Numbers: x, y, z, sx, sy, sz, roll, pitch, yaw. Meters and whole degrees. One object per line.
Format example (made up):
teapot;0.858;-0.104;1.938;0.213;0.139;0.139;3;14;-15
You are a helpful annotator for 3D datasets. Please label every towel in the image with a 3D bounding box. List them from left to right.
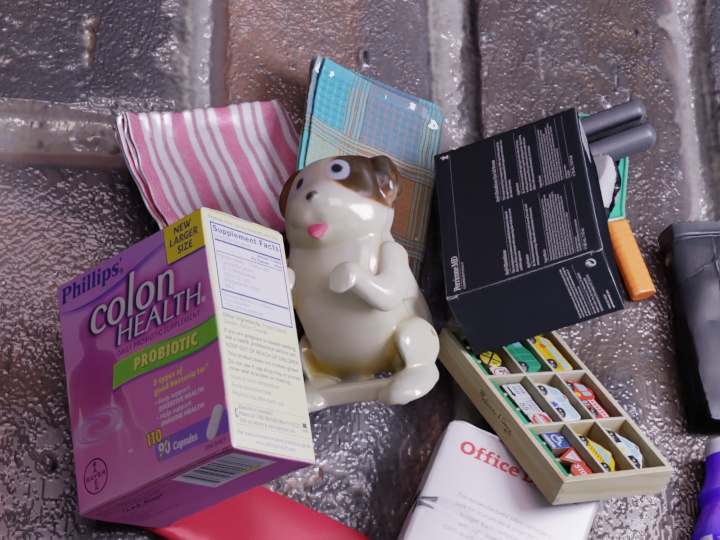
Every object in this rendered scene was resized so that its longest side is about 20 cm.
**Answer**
towel;-0.116;-0.088;1.569;0.199;0.030;0.147;-11;64;-40
towel;0.007;-0.093;1.614;0.146;0.022;0.202;21;58;-22

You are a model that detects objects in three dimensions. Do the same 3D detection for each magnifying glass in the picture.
magnifying glass;0.238;-0.064;1.673;0.079;0.022;0.201;-10;66;-17

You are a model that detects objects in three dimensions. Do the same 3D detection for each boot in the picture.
boot;0.371;0.051;1.615;0.163;0.066;0.202;-5;60;-5

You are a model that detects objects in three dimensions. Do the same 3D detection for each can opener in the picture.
can opener;0.182;-0.114;1.644;0.198;0.067;0.054;-20;70;0

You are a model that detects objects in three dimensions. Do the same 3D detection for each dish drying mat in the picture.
dish drying mat;-0.094;0.217;1.456;0.199;0.018;0.077;25;61;0

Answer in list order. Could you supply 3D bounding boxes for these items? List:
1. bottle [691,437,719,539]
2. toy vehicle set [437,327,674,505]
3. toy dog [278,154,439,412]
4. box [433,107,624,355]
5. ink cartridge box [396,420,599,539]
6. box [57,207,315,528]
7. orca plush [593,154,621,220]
bottle;0.330;0.244;1.506;0.083;0.065;0.202;6;62;-8
toy vehicle set;0.163;0.119;1.494;0.123;0.027;0.200;-1;38;-35
toy dog;0.000;0.000;1.479;0.194;0.139;0.202;-31;110;-51
box;0.145;-0.037;1.533;0.140;0.079;0.201;-16;40;13
ink cartridge box;0.098;0.248;1.442;0.145;0.085;0.201;25;59;1
box;-0.143;0.081;1.390;0.096;0.175;0.202;19;55;-47
orca plush;0.190;-0.013;1.606;0.071;0.105;0.201;53;48;-33
